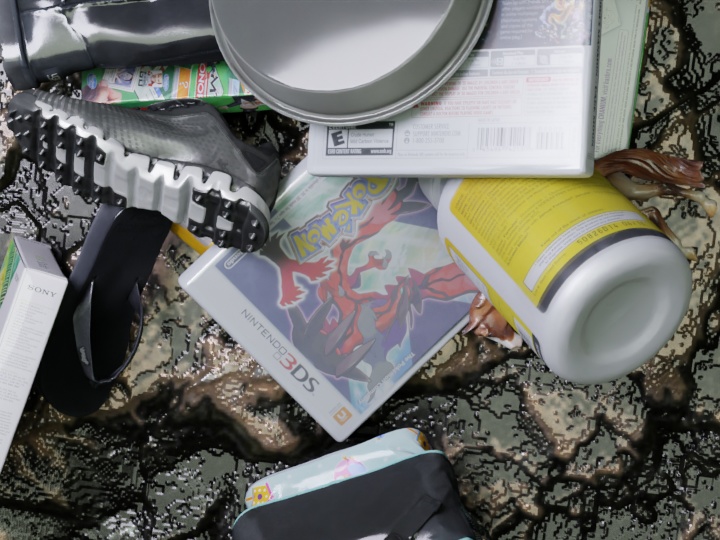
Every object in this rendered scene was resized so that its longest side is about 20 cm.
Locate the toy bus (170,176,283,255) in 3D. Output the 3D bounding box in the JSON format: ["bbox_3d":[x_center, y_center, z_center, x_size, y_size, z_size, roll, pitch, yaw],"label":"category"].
[{"bbox_3d":[-0.115,-0.062,1.205,0.200,0.065,0.078,40,97,0],"label":"toy bus"}]

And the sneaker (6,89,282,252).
[{"bbox_3d":[-0.142,-0.085,1.122,0.200,0.066,0.091,23,51,3],"label":"sneaker"}]

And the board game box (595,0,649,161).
[{"bbox_3d":[0.105,-0.164,1.189,0.200,0.040,0.153,9,94,3],"label":"board game box"}]

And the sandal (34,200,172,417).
[{"bbox_3d":[-0.186,0.032,1.180,0.043,0.076,0.200,44,127,33],"label":"sandal"}]

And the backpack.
[{"bbox_3d":[0.012,0.222,1.164,0.176,0.153,0.200,-22,129,3],"label":"backpack"}]

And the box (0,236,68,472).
[{"bbox_3d":[-0.266,0.081,1.184,0.036,0.144,0.200,20,94,-18],"label":"box"}]

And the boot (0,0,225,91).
[{"bbox_3d":[-0.152,-0.217,1.131,0.200,0.066,0.165,-10,80,2],"label":"boot"}]

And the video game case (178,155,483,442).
[{"bbox_3d":[0.000,0.000,1.174,0.200,0.023,0.182,-44,117,-1],"label":"video game case"}]

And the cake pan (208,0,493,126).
[{"bbox_3d":[-0.012,-0.194,1.049,0.200,0.037,0.200,-3,82,19],"label":"cake pan"}]

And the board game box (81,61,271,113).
[{"bbox_3d":[-0.134,-0.208,1.177,0.134,0.029,0.200,-3,72,1],"label":"board game box"}]

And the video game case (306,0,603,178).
[{"bbox_3d":[0.060,-0.151,1.058,0.200,0.023,0.182,2,87,29],"label":"video game case"}]

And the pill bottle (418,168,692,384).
[{"bbox_3d":[0.120,-0.024,1.077,0.112,0.112,0.200,-43,46,5],"label":"pill bottle"}]

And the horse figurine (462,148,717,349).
[{"bbox_3d":[0.172,-0.016,1.171,0.132,0.050,0.200,22,120,-5],"label":"horse figurine"}]
